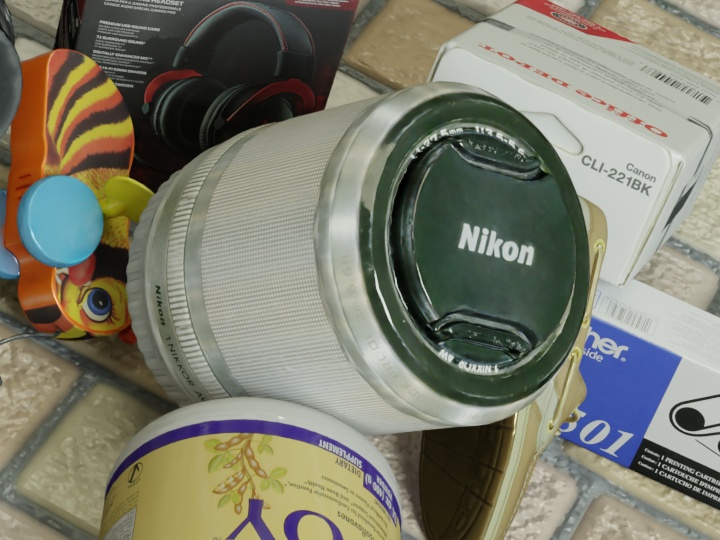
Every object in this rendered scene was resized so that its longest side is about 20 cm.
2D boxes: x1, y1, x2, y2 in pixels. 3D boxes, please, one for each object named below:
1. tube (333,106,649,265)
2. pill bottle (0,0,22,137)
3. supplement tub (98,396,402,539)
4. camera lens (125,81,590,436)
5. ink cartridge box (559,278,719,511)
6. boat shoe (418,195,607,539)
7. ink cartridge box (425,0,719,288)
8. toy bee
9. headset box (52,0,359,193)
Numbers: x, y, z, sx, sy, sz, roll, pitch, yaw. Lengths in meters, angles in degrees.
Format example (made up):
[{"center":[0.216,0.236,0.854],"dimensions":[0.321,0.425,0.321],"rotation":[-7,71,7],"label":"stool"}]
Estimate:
[{"center":[0.071,-0.046,1.519],"dimensions":[0.198,0.052,0.058],"rotation":[12,76,-13],"label":"tube"},{"center":[-0.249,-0.130,1.394],"dimensions":[0.111,0.113,0.200],"rotation":[-6,27,-23],"label":"pill bottle"},{"center":[-0.055,0.175,1.197],"dimensions":[0.144,0.146,0.201],"rotation":[11,45,-8],"label":"supplement tub"},{"center":[0.000,0.000,1.272],"dimensions":[0.159,0.199,0.161],"rotation":[7,79,-39],"label":"camera lens"},{"center":[0.172,0.069,1.409],"dimensions":[0.199,0.094,0.044],"rotation":[24,43,5],"label":"ink cartridge box"},{"center":[0.084,0.055,1.342],"dimensions":[0.066,0.201,0.074],"rotation":[6,14,-37],"label":"boat shoe"},{"center":[0.118,-0.076,1.451],"dimensions":[0.144,0.084,0.200],"rotation":[27,19,10],"label":"ink cartridge box"},{"center":[-0.153,-0.007,1.379],"dimensions":[0.108,0.201,0.131],"rotation":[23,0,-36],"label":"toy bee"},{"center":[-0.088,-0.132,1.435],"dimensions":[0.147,0.201,0.075],"rotation":[6,46,-15],"label":"headset box"}]
